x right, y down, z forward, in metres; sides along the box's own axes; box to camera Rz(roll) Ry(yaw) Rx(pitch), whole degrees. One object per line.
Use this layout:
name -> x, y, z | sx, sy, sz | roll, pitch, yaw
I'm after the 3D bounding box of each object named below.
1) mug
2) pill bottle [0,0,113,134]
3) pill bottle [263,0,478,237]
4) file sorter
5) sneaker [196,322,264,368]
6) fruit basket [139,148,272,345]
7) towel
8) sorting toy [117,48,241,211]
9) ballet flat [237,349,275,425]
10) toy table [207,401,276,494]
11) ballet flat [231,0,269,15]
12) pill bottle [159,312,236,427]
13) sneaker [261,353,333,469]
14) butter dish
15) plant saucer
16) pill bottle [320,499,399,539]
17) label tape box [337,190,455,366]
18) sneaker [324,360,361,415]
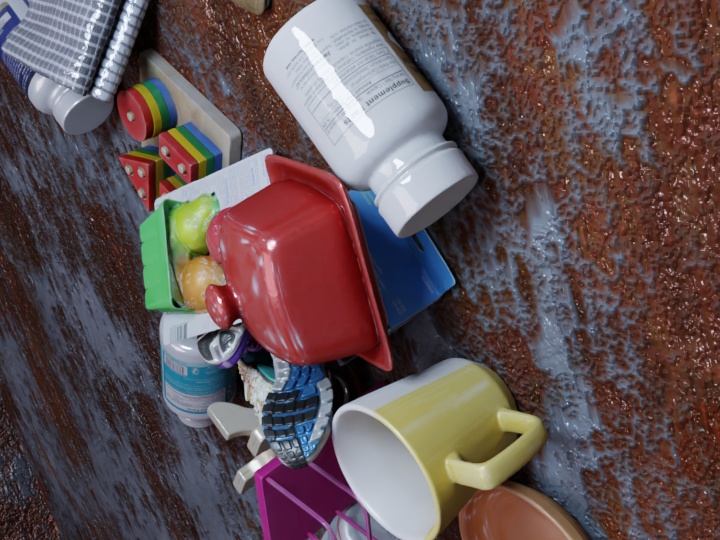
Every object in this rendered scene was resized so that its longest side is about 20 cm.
mug -> 0.087, 0.171, 0.969 | 0.186, 0.152, 0.151 | 34, 138, 36
pill bottle -> -0.434, -0.291, 1.400 | 0.201, 0.111, 0.111 | 52, 147, 15
pill bottle -> 0.012, -0.135, 0.881 | 0.201, 0.114, 0.114 | 55, 147, 11
file sorter -> 0.002, 0.251, 1.111 | 0.125, 0.199, 0.140 | 27, 135, 38
sneaker -> -0.140, 0.071, 1.233 | 0.080, 0.200, 0.084 | -33, 103, 16
fruit basket -> -0.163, -0.023, 1.155 | 0.198, 0.093, 0.187 | -17, 73, 28
towel -> -0.355, -0.311, 1.237 | 0.199, 0.085, 0.167 | 27, 100, 43
sorting toy -> -0.243, -0.143, 1.279 | 0.199, 0.069, 0.201 | 43, 144, 27
ballet flat -> -0.119, 0.144, 1.231 | 0.200, 0.075, 0.065 | -141, 68, -76
toy table -> -0.107, 0.226, 1.323 | 0.184, 0.117, 0.201 | 43, 145, 28
ballet flat -> -0.155, -0.348, 0.996 | 0.068, 0.072, 0.202 | 9, 121, 52
pill bottle -> -0.234, 0.140, 1.443 | 0.111, 0.110, 0.201 | 42, 143, 28
sneaker -> -0.059, 0.137, 1.043 | 0.201, 0.074, 0.087 | -93, -7, -52
butter dish -> -0.078, 0.009, 0.945 | 0.200, 0.147, 0.201 | 26, 137, 60
plant saucer -> 0.185, 0.303, 1.040 | 0.200, 0.037, 0.202 | 34, 138, 37
pill bottle -> 0.003, 0.361, 1.275 | 0.109, 0.108, 0.201 | 49, 147, 19
label tape box -> 0.000, 0.000, 1.047 | 0.144, 0.066, 0.200 | 58, 150, 6
sneaker -> -0.060, 0.090, 1.165 | 0.201, 0.077, 0.082 | 56, -174, -6
